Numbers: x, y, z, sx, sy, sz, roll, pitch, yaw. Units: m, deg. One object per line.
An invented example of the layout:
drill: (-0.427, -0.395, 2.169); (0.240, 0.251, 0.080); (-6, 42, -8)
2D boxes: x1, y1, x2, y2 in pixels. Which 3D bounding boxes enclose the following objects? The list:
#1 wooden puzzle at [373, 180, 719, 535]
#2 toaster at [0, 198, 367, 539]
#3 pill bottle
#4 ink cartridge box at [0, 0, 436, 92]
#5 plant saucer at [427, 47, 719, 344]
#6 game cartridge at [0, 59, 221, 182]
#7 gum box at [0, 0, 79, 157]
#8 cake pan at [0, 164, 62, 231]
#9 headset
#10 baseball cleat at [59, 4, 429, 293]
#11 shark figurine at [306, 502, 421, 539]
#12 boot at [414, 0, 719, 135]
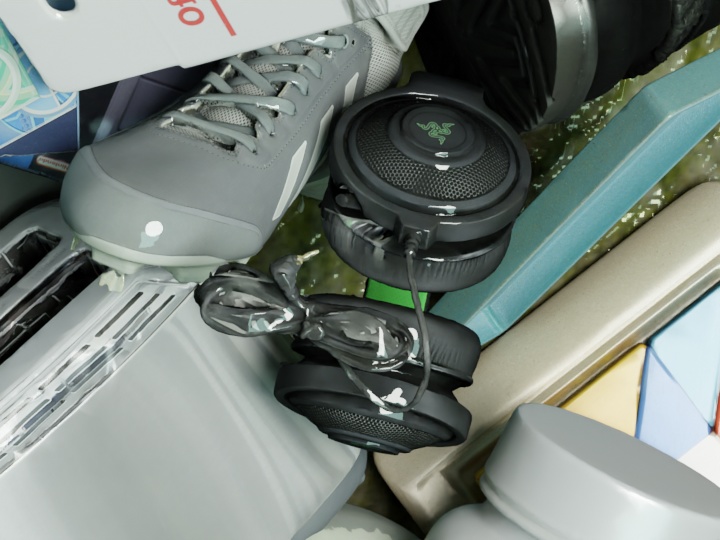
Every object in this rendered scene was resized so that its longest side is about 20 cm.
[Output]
wooden puzzle: (0.132, 0.093, 1.050); (0.185, 0.037, 0.200); (-38, 84, 0)
toaster: (-0.103, 0.069, 0.910); (0.200, 0.114, 0.129); (-43, 123, -18)
pill bottle: (0.058, 0.159, 0.985); (0.114, 0.114, 0.201); (20, 101, -28)
ink cartridge box: (-0.022, -0.132, 0.787); (0.199, 0.067, 0.116); (-13, 143, 13)
plant saucer: (0.077, -0.019, 0.979); (0.070, 0.019, 0.200); (-27, 165, -41)
game cartridge: (-0.129, -0.105, 0.876); (0.199, 0.038, 0.130); (17, 103, -28)
gum box: (-0.173, -0.127, 0.803); (0.169, 0.045, 0.201); (-8, 116, -19)
cake pan: (-0.124, -0.078, 0.932); (0.200, 0.037, 0.201); (-9, 118, -18)
headset: (0.000, 0.000, 0.856); (0.094, 0.200, 0.124); (13, 103, 0)
baseball cleat: (-0.036, -0.062, 0.868); (0.070, 0.200, 0.107); (21, 110, 12)
shark figurine: (-0.015, 0.116, 1.043); (0.214, 0.089, 0.128); (21, 101, -41)
boot: (0.104, -0.111, 0.923); (0.157, 0.211, 0.080); (-23, 93, -5)
